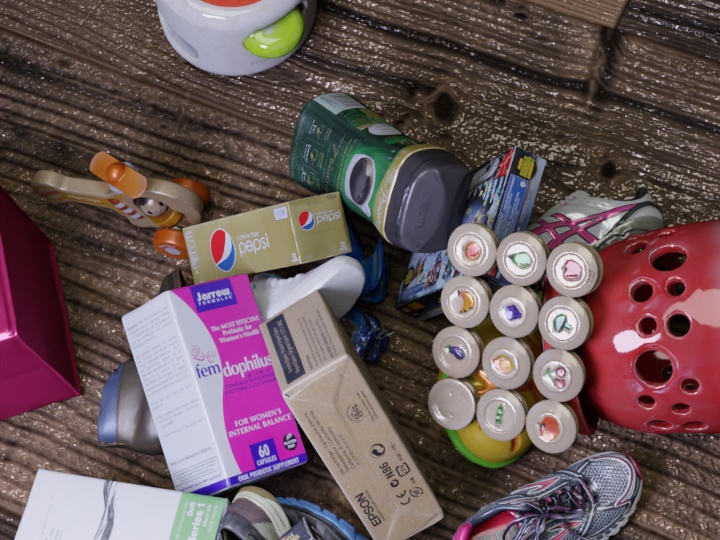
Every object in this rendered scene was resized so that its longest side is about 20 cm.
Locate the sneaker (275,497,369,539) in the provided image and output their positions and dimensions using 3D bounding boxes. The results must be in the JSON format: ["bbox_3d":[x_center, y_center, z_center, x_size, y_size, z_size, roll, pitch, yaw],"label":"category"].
[{"bbox_3d":[-0.029,0.289,1.561,0.199,0.071,0.083,32,71,18],"label":"sneaker"}]

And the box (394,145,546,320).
[{"bbox_3d":[0.107,-0.033,1.602,0.040,0.200,0.137,24,70,-17],"label":"box"}]

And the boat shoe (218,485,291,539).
[{"bbox_3d":[-0.083,0.301,1.513,0.072,0.201,0.066,-2,27,43],"label":"boat shoe"}]

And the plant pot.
[{"bbox_3d":[0.274,0.059,1.529,0.182,0.200,0.201,-6,67,17],"label":"plant pot"}]

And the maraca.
[{"bbox_3d":[0.142,0.096,1.581,0.107,0.137,0.200,-5,57,50],"label":"maraca"}]

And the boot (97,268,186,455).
[{"bbox_3d":[-0.226,0.096,1.677,0.097,0.075,0.201,-4,69,7],"label":"boot"}]

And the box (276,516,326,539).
[{"bbox_3d":[-0.063,0.361,1.475,0.200,0.199,0.050,-41,22,0],"label":"box"}]

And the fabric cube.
[{"bbox_3d":[-0.430,0.045,1.670,0.199,0.200,0.197,-17,65,4],"label":"fabric cube"}]

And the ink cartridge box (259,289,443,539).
[{"bbox_3d":[-0.010,0.140,1.519,0.075,0.200,0.165,-31,23,0],"label":"ink cartridge box"}]

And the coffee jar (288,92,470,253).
[{"bbox_3d":[0.020,-0.097,1.596,0.200,0.085,0.105,35,120,41],"label":"coffee jar"}]

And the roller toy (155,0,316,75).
[{"bbox_3d":[-0.139,-0.320,1.793,0.182,0.140,0.201,10,68,4],"label":"roller toy"}]

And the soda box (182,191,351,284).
[{"bbox_3d":[-0.099,-0.032,1.639,0.068,0.200,0.064,-14,93,-38],"label":"soda box"}]

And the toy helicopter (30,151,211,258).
[{"bbox_3d":[-0.266,-0.083,1.725,0.199,0.132,0.079,9,71,15],"label":"toy helicopter"}]

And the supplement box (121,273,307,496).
[{"bbox_3d":[-0.146,0.117,1.590,0.101,0.103,0.201,-14,81,-38],"label":"supplement box"}]

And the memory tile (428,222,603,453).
[{"bbox_3d":[0.139,0.062,1.472,0.153,0.017,0.201,13,105,27],"label":"memory tile"}]

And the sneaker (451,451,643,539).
[{"bbox_3d":[0.181,0.237,1.538,0.200,0.075,0.081,-29,66,-2],"label":"sneaker"}]

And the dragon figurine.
[{"bbox_3d":[0.000,0.000,1.679,0.099,0.059,0.201,9,71,15],"label":"dragon figurine"}]

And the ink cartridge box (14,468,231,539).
[{"bbox_3d":[-0.216,0.265,1.567,0.199,0.146,0.085,8,67,14],"label":"ink cartridge box"}]

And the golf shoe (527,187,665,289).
[{"bbox_3d":[0.213,-0.034,1.647,0.199,0.073,0.092,-6,61,-2],"label":"golf shoe"}]

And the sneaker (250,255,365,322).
[{"bbox_3d":[-0.078,0.031,1.632,0.200,0.075,0.089,-42,56,33],"label":"sneaker"}]
